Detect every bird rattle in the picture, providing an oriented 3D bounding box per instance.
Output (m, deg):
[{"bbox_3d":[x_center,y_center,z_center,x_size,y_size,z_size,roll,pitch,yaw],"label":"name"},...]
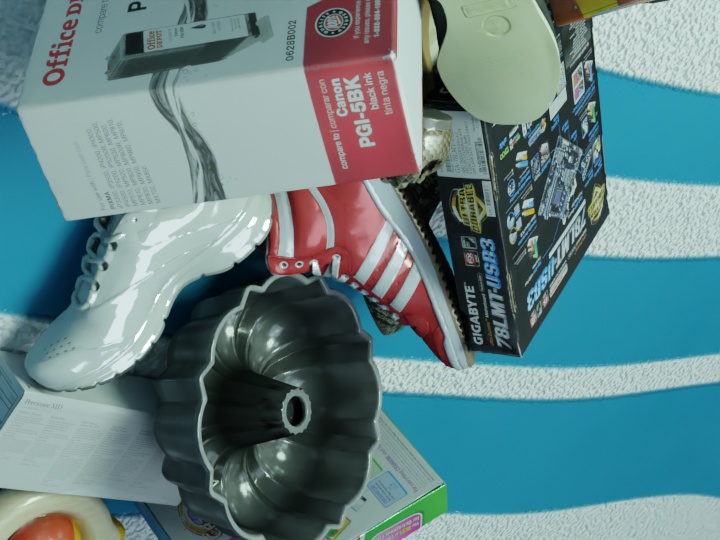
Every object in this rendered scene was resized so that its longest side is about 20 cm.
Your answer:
[{"bbox_3d":[-0.259,0.216,1.118,0.163,0.113,0.200,-51,131,-9],"label":"bird rattle"}]

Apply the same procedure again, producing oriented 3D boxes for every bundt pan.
[{"bbox_3d":[-0.073,0.100,1.105,0.202,0.076,0.202,2,87,-51],"label":"bundt pan"}]

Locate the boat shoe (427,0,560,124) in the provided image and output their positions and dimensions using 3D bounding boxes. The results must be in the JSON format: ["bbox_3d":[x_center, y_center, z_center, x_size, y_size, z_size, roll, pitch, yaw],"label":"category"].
[{"bbox_3d":[0.072,-0.159,0.880,0.073,0.063,0.201,-5,146,17],"label":"boat shoe"}]

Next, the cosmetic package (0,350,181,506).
[{"bbox_3d":[-0.190,0.114,1.089,0.200,0.051,0.083,18,114,-50],"label":"cosmetic package"}]

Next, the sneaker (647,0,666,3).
[{"bbox_3d":[0.199,-0.210,1.064,0.200,0.079,0.076,-30,130,-63],"label":"sneaker"}]

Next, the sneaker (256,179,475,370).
[{"bbox_3d":[0.000,0.000,1.084,0.112,0.071,0.200,-24,110,9],"label":"sneaker"}]

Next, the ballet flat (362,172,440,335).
[{"bbox_3d":[0.026,-0.047,1.133,0.075,0.068,0.200,12,113,-24],"label":"ballet flat"}]

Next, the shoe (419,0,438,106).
[{"bbox_3d":[0.020,-0.186,1.001,0.070,0.053,0.200,-1,130,1],"label":"shoe"}]

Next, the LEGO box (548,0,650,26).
[{"bbox_3d":[0.158,-0.259,0.897,0.149,0.077,0.200,-21,96,-41],"label":"LEGO box"}]

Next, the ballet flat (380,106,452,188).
[{"bbox_3d":[0.014,-0.085,0.928,0.067,0.200,0.046,7,102,-13],"label":"ballet flat"}]

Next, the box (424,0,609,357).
[{"bbox_3d":[0.118,-0.076,1.082,0.200,0.050,0.199,-51,140,-45],"label":"box"}]

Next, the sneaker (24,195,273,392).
[{"bbox_3d":[-0.152,-0.006,1.008,0.200,0.074,0.087,-47,132,-7],"label":"sneaker"}]

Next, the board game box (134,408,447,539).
[{"bbox_3d":[-0.056,0.175,1.187,0.200,0.153,0.040,-29,142,-18],"label":"board game box"}]

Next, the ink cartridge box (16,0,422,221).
[{"bbox_3d":[-0.071,-0.115,0.829,0.199,0.147,0.083,-8,135,9],"label":"ink cartridge box"}]
